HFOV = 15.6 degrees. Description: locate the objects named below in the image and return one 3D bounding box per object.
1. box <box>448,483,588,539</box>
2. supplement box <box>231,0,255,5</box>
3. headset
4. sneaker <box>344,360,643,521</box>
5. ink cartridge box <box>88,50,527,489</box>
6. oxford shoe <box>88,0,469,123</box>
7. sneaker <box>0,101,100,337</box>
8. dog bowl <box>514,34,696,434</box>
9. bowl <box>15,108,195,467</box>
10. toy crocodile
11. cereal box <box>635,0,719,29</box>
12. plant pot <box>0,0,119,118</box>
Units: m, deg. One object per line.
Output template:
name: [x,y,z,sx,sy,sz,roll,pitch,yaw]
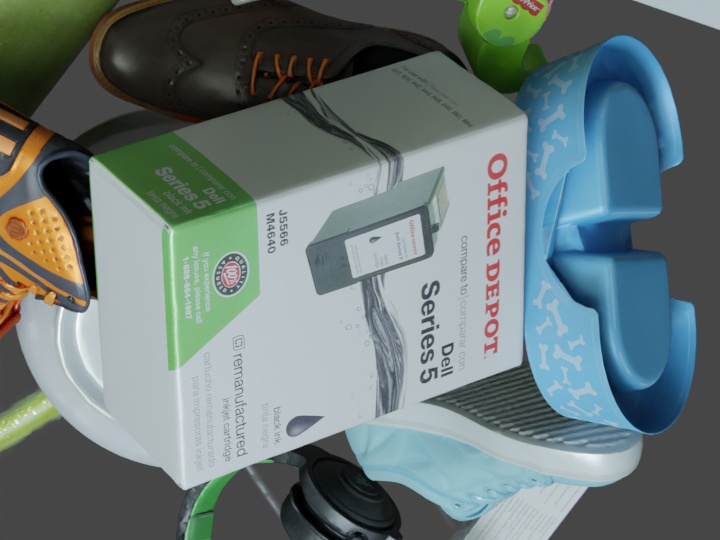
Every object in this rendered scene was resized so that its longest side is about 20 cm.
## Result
box: [0.073,0.159,1.482,0.041,0.039,0.200,31,119,-4]
supplement box: [-0.026,-0.240,1.278,0.108,0.061,0.201,-9,98,18]
headset: [-0.019,0.168,1.467,0.199,0.094,0.124,12,101,24]
sneaker: [0.074,0.097,1.412,0.199,0.074,0.082,13,126,44]
ink cartridge box: [-0.021,-0.003,1.256,0.084,0.199,0.146,39,139,46]
oxford shoe: [-0.036,-0.104,1.323,0.199,0.073,0.072,3,97,-15]
sneaker: [-0.172,0.008,1.285,0.112,0.078,0.201,21,137,11]
dog bowl: [0.121,-0.017,1.329,0.049,0.111,0.201,-4,89,32]
bowl: [-0.100,0.023,1.358,0.200,0.090,0.202,4,109,13]
toy crocodile: [0.082,-0.179,1.302,0.061,0.068,0.201,-1,120,-20]
cereal box: [0.182,-0.186,1.248,0.199,0.040,0.144,15,121,-20]
plant pot: [-0.214,-0.139,1.341,0.190,0.200,0.200,-40,101,14]
